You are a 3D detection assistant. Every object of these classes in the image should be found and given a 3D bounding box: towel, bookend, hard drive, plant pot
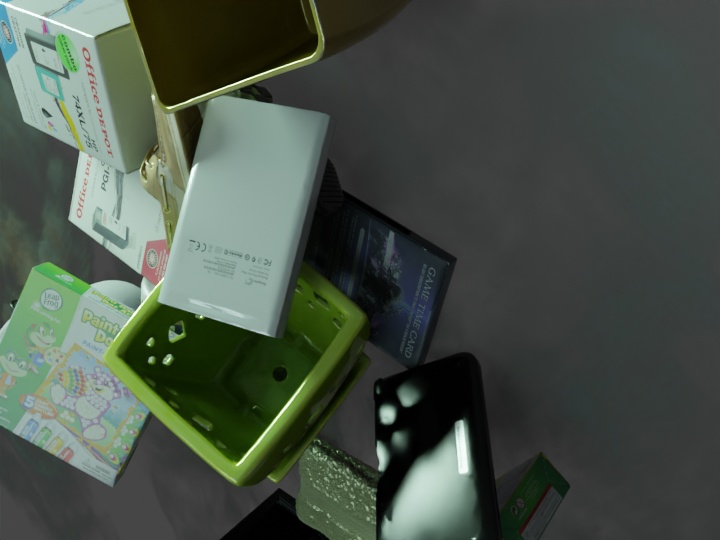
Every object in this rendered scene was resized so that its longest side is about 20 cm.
[{"bbox_3d":[-0.005,0.303,0.856,0.198,0.036,0.151,24,124,31],"label":"towel"},{"bbox_3d":[-0.104,0.423,0.887,0.197,0.199,0.094,23,125,32],"label":"bookend"},{"bbox_3d":[-0.106,-0.053,0.628,0.130,0.026,0.204,13,88,20],"label":"hard drive"},{"bbox_3d":[-0.068,-0.259,0.537,0.198,0.175,0.204,-3,108,41],"label":"plant pot"},{"bbox_3d":[-0.109,0.095,0.718,0.199,0.200,0.182,35,167,21],"label":"plant pot"}]

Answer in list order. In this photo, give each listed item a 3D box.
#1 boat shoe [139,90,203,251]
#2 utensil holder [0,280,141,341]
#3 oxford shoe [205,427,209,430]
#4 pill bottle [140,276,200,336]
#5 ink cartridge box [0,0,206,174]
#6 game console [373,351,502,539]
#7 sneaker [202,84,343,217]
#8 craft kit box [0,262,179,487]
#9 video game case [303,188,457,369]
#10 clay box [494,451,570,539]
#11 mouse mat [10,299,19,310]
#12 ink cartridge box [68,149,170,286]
[{"bbox_3d":[-0.191,-0.095,0.691,0.068,0.074,0.203,0,125,5],"label":"boat shoe"},{"bbox_3d":[-0.377,0.109,0.936,0.166,0.200,0.174,0,101,2],"label":"utensil holder"},{"bbox_3d":[-0.179,0.180,0.879,0.197,0.058,0.076,25,119,-12],"label":"oxford shoe"},{"bbox_3d":[-0.236,0.096,0.905,0.110,0.110,0.203,31,128,26],"label":"pill bottle"},{"bbox_3d":[-0.273,-0.227,0.743,0.198,0.146,0.149,25,134,29],"label":"ink cartridge box"},{"bbox_3d":[0.067,0.211,0.670,0.174,0.203,0.116,-22,136,24],"label":"game console"},{"bbox_3d":[-0.096,-0.112,0.695,0.089,0.074,0.201,-49,66,23],"label":"sneaker"},{"bbox_3d":[-0.336,0.126,0.816,0.198,0.049,0.200,28,98,-3],"label":"craft kit box"},{"bbox_3d":[0.000,0.000,0.715,0.198,0.019,0.145,32,129,25],"label":"video game case"},{"bbox_3d":[0.112,0.269,0.681,0.048,0.114,0.201,47,134,10],"label":"clay box"},{"bbox_3d":[-0.449,0.118,1.084,0.008,0.161,0.200,-44,77,11],"label":"mouse mat"},{"bbox_3d":[-0.262,-0.088,0.839,0.198,0.084,0.148,32,114,28],"label":"ink cartridge box"}]
